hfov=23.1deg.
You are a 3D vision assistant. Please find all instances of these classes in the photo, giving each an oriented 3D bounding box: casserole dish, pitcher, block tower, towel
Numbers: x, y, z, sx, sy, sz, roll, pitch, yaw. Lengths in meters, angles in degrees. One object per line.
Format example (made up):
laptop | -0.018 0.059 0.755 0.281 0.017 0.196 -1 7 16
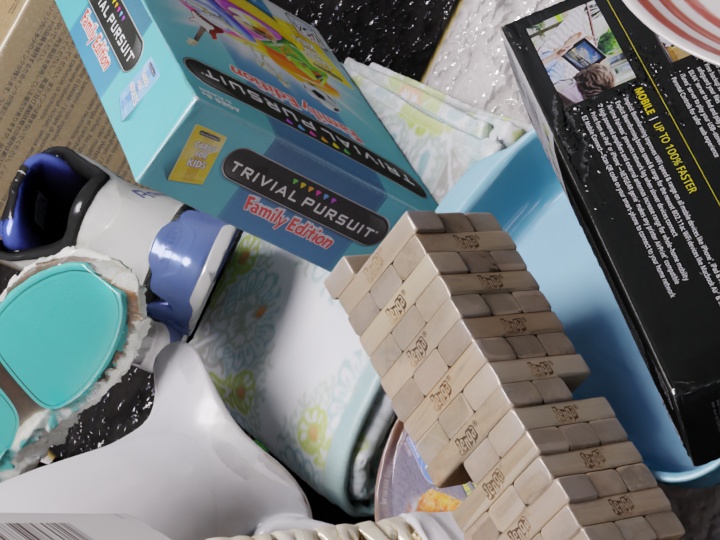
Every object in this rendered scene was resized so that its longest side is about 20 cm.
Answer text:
casserole dish | 0.109 0.014 0.711 0.121 0.039 0.200 -50 49 -6
pitcher | -0.100 0.148 0.758 0.171 0.122 0.200 37 59 24
block tower | 0.060 0.064 0.655 0.058 0.054 0.200 -52 56 35
towel | 0.000 0.000 0.872 0.171 0.048 0.201 33 97 55

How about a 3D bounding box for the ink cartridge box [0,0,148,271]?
ink cartridge box | -0.151 -0.095 1.000 0.201 0.164 0.075 -59 36 7

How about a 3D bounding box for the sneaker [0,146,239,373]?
sneaker | -0.129 -0.013 0.914 0.081 0.115 0.199 -63 4 -15

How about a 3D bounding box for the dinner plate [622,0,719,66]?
dinner plate | 0.191 -0.136 0.672 0.199 0.024 0.201 -9 50 11

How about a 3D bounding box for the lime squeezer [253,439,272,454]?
lime squeezer | -0.119 0.140 0.954 0.071 0.038 0.200 45 109 17

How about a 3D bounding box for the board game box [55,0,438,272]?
board game box | -0.057 -0.083 0.823 0.047 0.151 0.200 -52 38 17

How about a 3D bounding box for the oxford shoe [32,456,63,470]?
oxford shoe | -0.133 0.130 0.890 0.199 0.085 0.073 -27 8 22

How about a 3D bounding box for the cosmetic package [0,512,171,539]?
cosmetic package | -0.130 0.195 0.646 0.085 0.107 0.201 13 98 60

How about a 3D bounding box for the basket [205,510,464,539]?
basket | -0.019 0.207 0.680 0.136 0.123 0.201 55 131 48

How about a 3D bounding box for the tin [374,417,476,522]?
tin | 0.071 0.120 0.732 0.112 0.042 0.200 -51 40 24

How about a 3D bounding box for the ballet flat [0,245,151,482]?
ballet flat | -0.155 0.047 0.853 0.200 0.072 0.072 -43 43 36

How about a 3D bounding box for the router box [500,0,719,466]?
router box | 0.153 -0.042 0.659 0.149 0.051 0.201 -22 49 4
